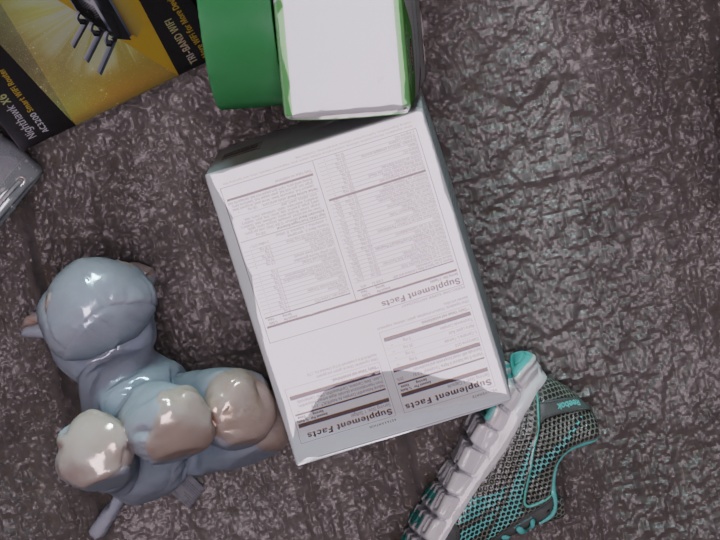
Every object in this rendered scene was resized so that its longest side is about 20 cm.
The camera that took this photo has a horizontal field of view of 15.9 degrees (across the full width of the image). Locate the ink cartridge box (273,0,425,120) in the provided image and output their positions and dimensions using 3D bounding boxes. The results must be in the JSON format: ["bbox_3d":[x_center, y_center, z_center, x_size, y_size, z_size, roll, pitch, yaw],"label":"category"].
[{"bbox_3d":[-0.007,-0.180,1.673,0.084,0.200,0.147,-4,98,4],"label":"ink cartridge box"}]

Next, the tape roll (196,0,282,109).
[{"bbox_3d":[-0.077,-0.206,1.668,0.048,0.200,0.202,-5,99,3],"label":"tape roll"}]

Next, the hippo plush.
[{"bbox_3d":[-0.142,0.066,1.751,0.159,0.200,0.161,-18,74,-4],"label":"hippo plush"}]

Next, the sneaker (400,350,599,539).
[{"bbox_3d":[0.096,0.160,1.790,0.091,0.078,0.201,29,100,-8],"label":"sneaker"}]

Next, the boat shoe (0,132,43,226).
[{"bbox_3d":[-0.286,-0.002,1.768,0.071,0.070,0.201,32,96,-1],"label":"boat shoe"}]

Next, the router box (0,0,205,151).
[{"bbox_3d":[-0.200,-0.184,1.688,0.157,0.052,0.200,-25,141,5],"label":"router box"}]

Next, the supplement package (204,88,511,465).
[{"bbox_3d":[0.000,0.000,1.724,0.150,0.152,0.201,-17,99,4],"label":"supplement package"}]
